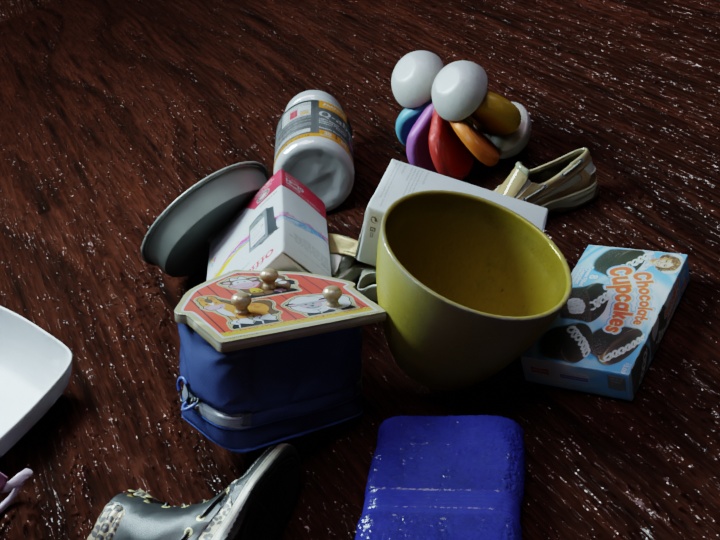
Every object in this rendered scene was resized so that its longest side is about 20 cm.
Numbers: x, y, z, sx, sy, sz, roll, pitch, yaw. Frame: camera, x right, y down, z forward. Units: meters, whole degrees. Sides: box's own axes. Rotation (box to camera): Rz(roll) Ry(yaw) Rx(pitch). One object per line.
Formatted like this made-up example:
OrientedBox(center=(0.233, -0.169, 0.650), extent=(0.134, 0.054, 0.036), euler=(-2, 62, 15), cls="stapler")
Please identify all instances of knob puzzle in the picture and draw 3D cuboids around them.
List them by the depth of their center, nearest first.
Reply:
OrientedBox(center=(-0.094, 0.022, 1.042), extent=(0.215, 0.031, 0.220), euler=(-1, 17, 0), cls="knob puzzle")

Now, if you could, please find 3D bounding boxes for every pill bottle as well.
OrientedBox(center=(-0.067, -0.178, 1.500), extent=(0.114, 0.118, 0.201), euler=(-13, 33, 6), cls="pill bottle")

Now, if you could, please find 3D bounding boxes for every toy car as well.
OrientedBox(center=(0.125, -0.199, 1.430), extent=(0.199, 0.174, 0.152), euler=(27, 89, 48), cls="toy car")

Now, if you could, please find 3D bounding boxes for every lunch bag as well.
OrientedBox(center=(-0.094, 0.105, 1.052), extent=(0.197, 0.135, 0.135), euler=(-13, 20, -33), cls="lunch bag")

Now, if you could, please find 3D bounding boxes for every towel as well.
OrientedBox(center=(0.073, 0.212, 0.917), extent=(0.145, 0.050, 0.201), euler=(-1, 35, 11), cls="towel")

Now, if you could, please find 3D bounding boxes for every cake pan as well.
OrientedBox(center=(-0.192, -0.060, 1.341), extent=(0.199, 0.201, 0.037), euler=(-33, 75, -23), cls="cake pan")

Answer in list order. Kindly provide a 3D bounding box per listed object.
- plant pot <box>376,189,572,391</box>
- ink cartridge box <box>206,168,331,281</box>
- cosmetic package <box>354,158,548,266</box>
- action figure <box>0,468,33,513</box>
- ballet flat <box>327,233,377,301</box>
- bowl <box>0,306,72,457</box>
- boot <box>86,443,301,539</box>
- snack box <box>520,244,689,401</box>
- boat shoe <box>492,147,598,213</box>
OrientedBox(center=(0.097, 0.036, 1.047), extent=(0.196, 0.144, 0.202), euler=(12, 36, -9), cls="plant pot")
OrientedBox(center=(-0.112, -0.007, 1.240), extent=(0.147, 0.085, 0.201), euler=(-42, 25, 19), cls="ink cartridge box")
OrientedBox(center=(0.106, -0.041, 1.179), extent=(0.197, 0.082, 0.113), euler=(21, 40, 8), cls="cosmetic package")
OrientedBox(center=(-0.432, 0.283, 1.029), extent=(0.147, 0.134, 0.202), euler=(21, 43, -19), cls="action figure")
OrientedBox(center=(0.000, 0.000, 1.246), extent=(0.197, 0.069, 0.063), euler=(11, 46, 37), cls="ballet flat")
OrientedBox(center=(-0.455, 0.141, 1.201), extent=(0.197, 0.075, 0.200), euler=(25, 47, 16), cls="bowl")
OrientedBox(center=(-0.157, 0.232, 0.970), extent=(0.148, 0.074, 0.201), euler=(6, 44, 32), cls="boot")
OrientedBox(center=(0.259, 0.048, 1.078), extent=(0.114, 0.038, 0.200), euler=(7, 39, 32), cls="snack box")
OrientedBox(center=(0.201, -0.100, 1.292), extent=(0.197, 0.077, 0.072), euler=(-24, 33, -10), cls="boat shoe")
